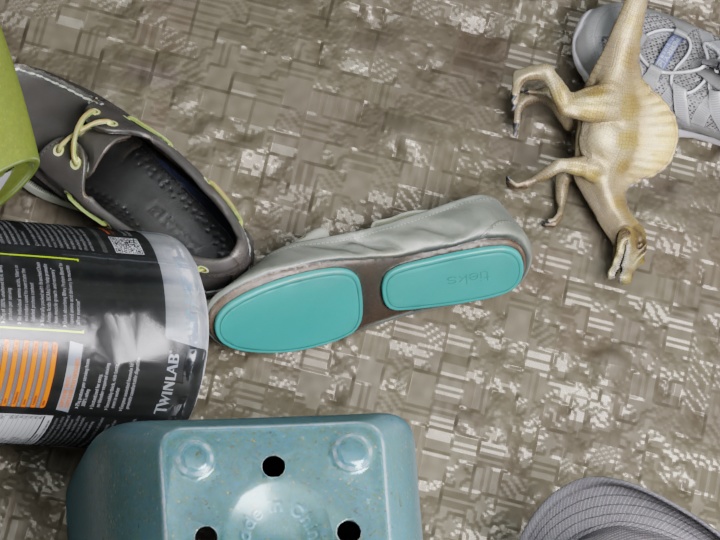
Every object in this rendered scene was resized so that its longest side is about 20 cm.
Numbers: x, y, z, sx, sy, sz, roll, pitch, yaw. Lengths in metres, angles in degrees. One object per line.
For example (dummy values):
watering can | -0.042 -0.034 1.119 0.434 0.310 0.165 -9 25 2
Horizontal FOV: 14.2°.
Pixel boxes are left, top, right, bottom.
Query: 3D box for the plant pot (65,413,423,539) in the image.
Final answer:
plant pot | -0.053 0.166 1.522 0.195 0.200 0.197 -2 68 -7

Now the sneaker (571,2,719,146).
sneaker | 0.224 -0.114 1.735 0.199 0.082 0.075 25 67 3

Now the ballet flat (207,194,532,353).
ballet flat | 0.000 0.000 1.680 0.199 0.068 0.064 -12 42 -13

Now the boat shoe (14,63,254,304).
boat shoe | -0.143 -0.060 1.677 0.201 0.061 0.072 38 69 8

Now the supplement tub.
supplement tub | -0.193 0.034 1.572 0.199 0.122 0.123 5 66 -26

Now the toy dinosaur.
toy dinosaur | 0.140 -0.095 1.718 0.100 0.058 0.201 4 94 5

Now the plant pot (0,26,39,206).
plant pot | -0.273 -0.116 1.630 0.187 0.187 0.200 -34 84 -19

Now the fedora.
fedora | 0.144 0.216 1.532 0.200 0.177 0.090 43 41 9
